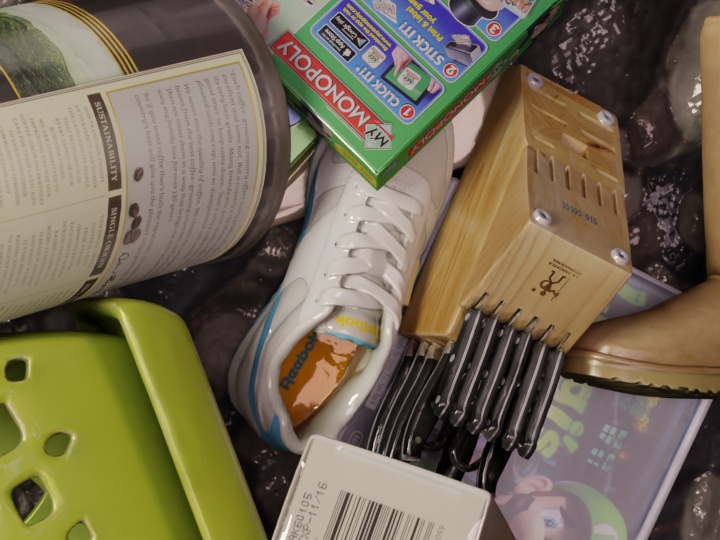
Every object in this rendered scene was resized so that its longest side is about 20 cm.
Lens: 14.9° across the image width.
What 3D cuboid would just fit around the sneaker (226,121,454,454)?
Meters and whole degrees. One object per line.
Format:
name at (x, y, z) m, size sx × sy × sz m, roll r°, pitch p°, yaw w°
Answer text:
sneaker at (0.000, 0.000, 1.397) m, size 0.076 × 0.081 × 0.201 m, roll 19°, pitch 98°, yaw -21°

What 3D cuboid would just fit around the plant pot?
plant pot at (-0.154, 0.117, 1.339) m, size 0.180 × 0.199 × 0.201 m, roll -21°, pitch 94°, yaw -13°

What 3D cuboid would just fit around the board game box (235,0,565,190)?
board game box at (-0.014, -0.156, 1.383) m, size 0.135 × 0.029 × 0.200 m, roll -43°, pitch 78°, yaw -10°

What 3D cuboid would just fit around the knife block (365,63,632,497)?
knife block at (0.063, 0.017, 1.407) m, size 0.064 × 0.201 × 0.176 m, roll 27°, pitch 124°, yaw -19°

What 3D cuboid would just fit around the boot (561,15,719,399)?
boot at (0.186, -0.033, 1.436) m, size 0.174 × 0.066 × 0.202 m, roll 5°, pitch 84°, yaw -24°

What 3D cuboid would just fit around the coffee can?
coffee can at (-0.152, -0.055, 1.310) m, size 0.199 × 0.146 × 0.148 m, roll -18°, pitch 95°, yaw -44°

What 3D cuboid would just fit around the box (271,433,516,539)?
box at (0.019, 0.144, 1.326) m, size 0.094 × 0.200 × 0.078 m, roll 18°, pitch 80°, yaw 10°

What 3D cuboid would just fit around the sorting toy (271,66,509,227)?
sorting toy at (-0.028, -0.126, 1.427) m, size 0.199 × 0.036 × 0.187 m, roll -18°, pitch 94°, yaw -8°

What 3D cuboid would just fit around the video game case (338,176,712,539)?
video game case at (0.083, 0.080, 1.456) m, size 0.181 × 0.023 × 0.201 m, roll 26°, pitch 87°, yaw -9°
